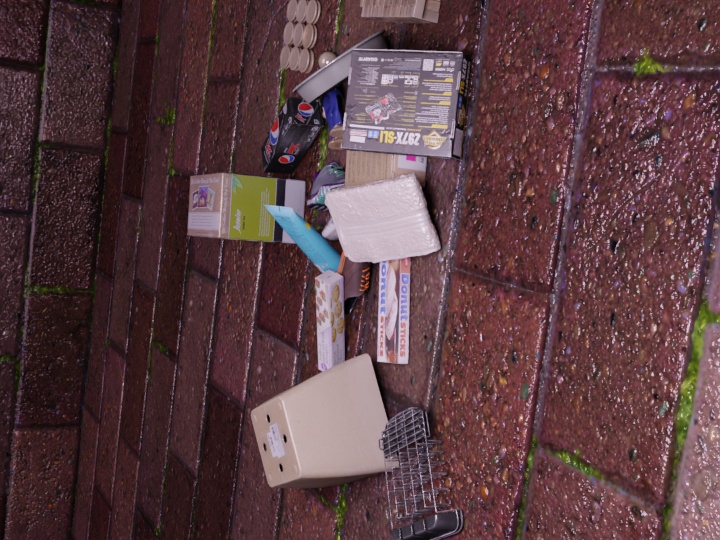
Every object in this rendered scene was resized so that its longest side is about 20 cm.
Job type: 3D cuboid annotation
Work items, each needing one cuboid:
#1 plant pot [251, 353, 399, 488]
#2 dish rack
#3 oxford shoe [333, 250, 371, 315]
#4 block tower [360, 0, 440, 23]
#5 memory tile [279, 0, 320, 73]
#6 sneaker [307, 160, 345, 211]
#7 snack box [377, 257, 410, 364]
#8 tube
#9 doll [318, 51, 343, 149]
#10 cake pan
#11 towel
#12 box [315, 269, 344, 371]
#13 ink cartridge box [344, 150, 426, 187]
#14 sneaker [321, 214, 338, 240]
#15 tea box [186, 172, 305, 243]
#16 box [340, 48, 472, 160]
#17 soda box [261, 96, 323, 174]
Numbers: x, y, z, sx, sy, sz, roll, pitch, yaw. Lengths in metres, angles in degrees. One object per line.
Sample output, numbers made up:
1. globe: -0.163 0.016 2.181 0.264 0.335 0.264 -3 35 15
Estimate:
1. plant pot: -0.077 0.280 1.644 0.199 0.174 0.204 -33 70 55
2. dish rack: 0.089 0.327 1.505 0.153 0.054 0.204 -38 53 51
3. oxford shoe: 0.000 0.000 1.700 0.073 0.070 0.201 52 137 20
4. block tower: 0.068 -0.458 1.625 0.199 0.057 0.055 29 112 60
5. memory tile: -0.124 -0.527 2.011 0.153 0.016 0.205 27 110 58
6. sneaker: -0.048 -0.172 1.783 0.199 0.073 0.090 -13 71 60
7. snack box: 0.057 0.056 1.616 0.071 0.024 0.205 -4 83 62
8. tube: -0.095 -0.055 1.734 0.076 0.200 0.051 4 58 41
9. doll: -0.056 -0.337 1.834 0.137 0.047 0.204 106 157 -64
10. cake pan: -0.030 -0.358 1.680 0.037 0.199 0.199 57 149 -8
11. towel: 0.032 -0.083 1.559 0.197 0.034 0.135 -8 111 40
12. box: -0.054 0.098 1.728 0.038 0.041 0.204 24 127 36
13. ink cartridge box: 0.046 -0.240 1.619 0.164 0.074 0.205 4 89 59
14. sneaker: -0.016 -0.083 1.715 0.076 0.081 0.200 -62 7 -12
15. tea box: -0.245 -0.131 2.002 0.199 0.193 0.137 6 92 61
16. box: 0.071 -0.265 1.499 0.196 0.049 0.164 7 94 26
17. soda box: -0.144 -0.275 1.947 0.200 0.069 0.065 133 133 -56
